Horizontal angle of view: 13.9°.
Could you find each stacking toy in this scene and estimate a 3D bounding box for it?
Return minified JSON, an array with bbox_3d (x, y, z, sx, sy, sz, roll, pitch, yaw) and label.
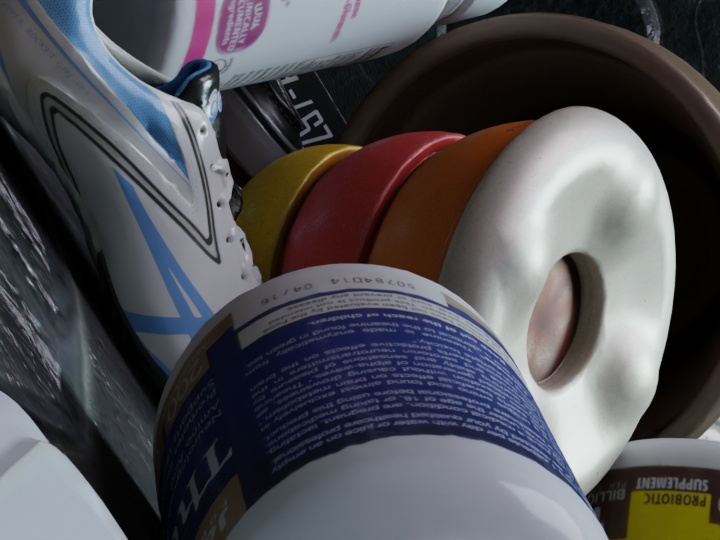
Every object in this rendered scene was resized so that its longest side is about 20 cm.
[{"bbox_3d":[0.000,0.000,1.050,0.199,0.146,0.146,14,-27,34],"label":"stacking toy"}]

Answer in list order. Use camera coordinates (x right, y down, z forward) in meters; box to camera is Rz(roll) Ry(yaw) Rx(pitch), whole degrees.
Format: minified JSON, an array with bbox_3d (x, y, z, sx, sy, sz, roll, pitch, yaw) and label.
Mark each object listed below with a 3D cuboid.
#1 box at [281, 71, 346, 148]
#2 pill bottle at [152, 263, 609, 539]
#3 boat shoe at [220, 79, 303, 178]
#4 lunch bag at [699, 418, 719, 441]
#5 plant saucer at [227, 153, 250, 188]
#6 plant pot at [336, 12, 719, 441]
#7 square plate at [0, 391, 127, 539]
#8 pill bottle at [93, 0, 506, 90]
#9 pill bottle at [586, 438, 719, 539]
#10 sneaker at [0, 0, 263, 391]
[{"bbox_3d":[-0.069,-0.097,1.415,0.201,0.043,0.160,59,-14,-11],"label":"box"},{"bbox_3d":[0.007,0.081,0.757,0.111,0.111,0.200,58,3,-21],"label":"pill bottle"},{"bbox_3d":[-0.068,-0.133,1.266,0.201,0.071,0.072,61,3,8],"label":"boat shoe"},{"bbox_3d":[0.089,0.080,1.425,0.200,0.167,0.140,-119,-174,-45],"label":"lunch bag"},{"bbox_3d":[-0.074,-0.039,1.278,0.201,0.037,0.200,60,3,-5],"label":"plant saucer"},{"bbox_3d":[0.100,-0.006,1.282,0.201,0.200,0.174,60,19,10],"label":"plant pot"},{"bbox_3d":[-0.038,0.108,0.539,0.199,0.028,0.200,59,3,-3],"label":"square plate"},{"bbox_3d":[-0.032,-0.135,1.180,0.113,0.199,0.114,19,-64,45],"label":"pill bottle"},{"bbox_3d":[0.113,0.169,1.054,0.109,0.109,0.201,54,39,-59],"label":"pill bottle"},{"bbox_3d":[-0.062,-0.021,0.972,0.200,0.072,0.072,60,1,-20],"label":"sneaker"}]
